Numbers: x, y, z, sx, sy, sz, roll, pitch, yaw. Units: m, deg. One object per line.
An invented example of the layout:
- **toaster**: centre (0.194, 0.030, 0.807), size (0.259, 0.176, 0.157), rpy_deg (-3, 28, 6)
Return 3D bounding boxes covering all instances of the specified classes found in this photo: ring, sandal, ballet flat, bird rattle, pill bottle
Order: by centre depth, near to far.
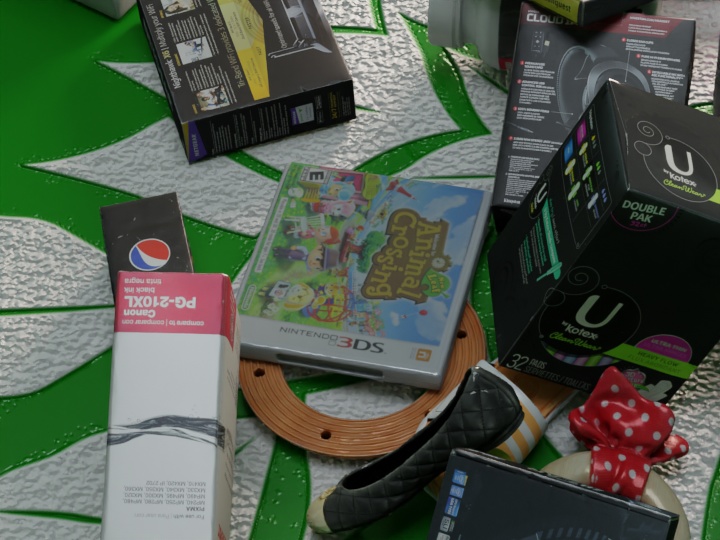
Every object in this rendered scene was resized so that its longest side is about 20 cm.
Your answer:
- **ballet flat**: centre (0.033, 0.131, 1.539), size (0.199, 0.057, 0.067), rpy_deg (-36, 14, 26)
- **bird rattle**: centre (0.170, 0.179, 1.545), size (0.199, 0.113, 0.164), rpy_deg (-20, 62, -30)
- **sandal**: centre (0.115, 0.093, 1.609), size (0.079, 0.059, 0.207), rpy_deg (40, 61, 10)
- **ring**: centre (0.001, 0.070, 1.676), size (0.198, 0.019, 0.202), rpy_deg (-3, 49, 3)
- **pill bottle**: centre (0.163, -0.228, 1.857), size (0.198, 0.111, 0.111), rpy_deg (7, 50, 10)

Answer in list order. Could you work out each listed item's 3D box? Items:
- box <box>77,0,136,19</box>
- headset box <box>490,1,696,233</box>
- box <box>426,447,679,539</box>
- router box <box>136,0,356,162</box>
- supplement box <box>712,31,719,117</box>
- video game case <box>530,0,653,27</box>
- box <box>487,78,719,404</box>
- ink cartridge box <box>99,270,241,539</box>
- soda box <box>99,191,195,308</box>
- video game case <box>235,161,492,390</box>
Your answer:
- **box**: centre (-0.272, -0.372, 1.952), size (0.198, 0.201, 0.131), rpy_deg (25, 56, 24)
- **headset box**: centre (0.195, -0.128, 1.745), size (0.147, 0.077, 0.202), rpy_deg (6, 74, 10)
- **box**: centre (0.113, 0.238, 1.434), size (0.159, 0.043, 0.202), rpy_deg (17, 91, 17)
- **router box**: centre (-0.105, -0.199, 1.890), size (0.156, 0.052, 0.201), rpy_deg (-15, 50, -8)
- **supplement box**: centre (0.399, -0.142, 1.773), size (0.198, 0.102, 0.104), rpy_deg (2, 50, 6)
- **video game case**: centre (0.197, -0.275, 1.802), size (0.199, 0.026, 0.180), rpy_deg (-23, 40, -32)
- **box**: centre (0.205, -0.015, 1.582), size (0.147, 0.201, 0.125), rpy_deg (17, 42, -19)
- **ink cartridge box**: centre (-0.134, 0.117, 1.517), size (0.083, 0.145, 0.202), rpy_deg (2, 74, 1)
- **soda box**: centre (-0.159, 0.034, 1.688), size (0.070, 0.064, 0.201), rpy_deg (-11, 50, -6)
- **video game case**: centre (0.000, 0.000, 1.709), size (0.180, 0.022, 0.201), rpy_deg (9, 50, 12)
